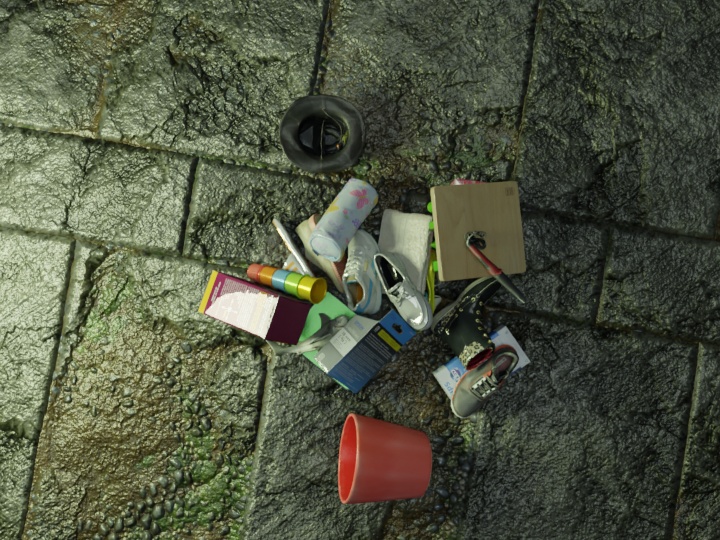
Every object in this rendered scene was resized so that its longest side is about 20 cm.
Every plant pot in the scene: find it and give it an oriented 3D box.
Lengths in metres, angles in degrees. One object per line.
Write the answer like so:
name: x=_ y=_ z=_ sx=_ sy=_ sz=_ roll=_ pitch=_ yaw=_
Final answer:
plant pot: x=0.054 y=0.425 z=1.515 sx=0.177 sy=0.200 sz=0.201 roll=8 pitch=88 yaw=-10

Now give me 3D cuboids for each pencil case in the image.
pencil case: x=-0.035 y=-0.115 z=1.540 sx=0.091 sy=0.083 sz=0.200 roll=42 pitch=59 yaw=-20

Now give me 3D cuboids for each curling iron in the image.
curling iron: x=0.290 y=-0.006 z=1.437 sx=0.050 sy=0.026 sz=0.200 roll=-42 pitch=101 yaw=-10

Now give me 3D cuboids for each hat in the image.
hat: x=-0.091 y=-0.314 z=1.587 sx=0.200 sy=0.081 sz=0.201 roll=0 pitch=93 yaw=-8

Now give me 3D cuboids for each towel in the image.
towel: x=0.100 y=-0.036 z=1.567 sx=0.132 sy=0.034 sz=0.200 roll=11 pitch=93 yaw=31

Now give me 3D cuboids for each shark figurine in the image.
shark figurine: x=-0.108 y=0.143 z=1.579 sx=0.214 sy=0.128 sz=0.090 roll=-23 pitch=63 yaw=16

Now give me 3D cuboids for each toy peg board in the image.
toy peg board: x=0.241 y=-0.085 z=1.488 sx=0.199 sy=0.098 sz=0.200 roll=-6 pitch=91 yaw=-17

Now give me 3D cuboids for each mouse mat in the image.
mouse mat: x=-0.055 y=0.165 z=1.606 sx=0.200 sy=0.008 sz=0.161 roll=39 pitch=89 yaw=0

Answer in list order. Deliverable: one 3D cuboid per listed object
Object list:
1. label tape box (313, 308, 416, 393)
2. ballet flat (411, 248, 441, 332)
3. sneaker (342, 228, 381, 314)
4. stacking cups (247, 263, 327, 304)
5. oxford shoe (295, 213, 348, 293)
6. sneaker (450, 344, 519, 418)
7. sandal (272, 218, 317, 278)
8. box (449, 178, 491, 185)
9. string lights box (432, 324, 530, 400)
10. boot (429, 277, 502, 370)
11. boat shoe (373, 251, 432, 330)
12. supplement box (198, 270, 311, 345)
label tape box: x=0.012 y=0.167 z=1.530 sx=0.200 sy=0.144 sz=0.063 roll=-45 pitch=52 yaw=-1
ballet flat: x=0.158 y=0.045 z=1.587 sx=0.067 sy=0.067 sz=0.200 roll=3 pitch=87 yaw=-29
sneaker: x=0.000 y=0.000 z=1.560 sx=0.076 sy=0.081 sz=0.200 roll=-14 pitch=78 yaw=34
stacking cups: x=-0.167 y=0.022 z=1.528 sx=0.200 sy=0.060 sz=0.061 roll=16 pitch=88 yaw=36
oxford shoe: x=-0.082 y=-0.030 z=1.593 sx=0.074 sy=0.071 sz=0.200 roll=-26 pitch=91 yaw=27
sneaker: x=0.275 y=0.244 z=1.507 sx=0.077 sy=0.082 sz=0.200 roll=39 pitch=88 yaw=0
sandal: x=-0.161 y=-0.023 z=1.581 sx=0.059 sy=0.079 sz=0.207 roll=-33 pitch=80 yaw=0
box: x=0.248 y=-0.104 z=1.571 sx=0.100 sy=0.095 sz=0.200 roll=7 pitch=89 yaw=-1
string lights box: x=0.279 y=0.225 z=1.579 sx=0.200 sy=0.059 sz=0.103 roll=-34 pitch=89 yaw=-1
boot: x=0.271 y=0.116 z=1.540 sx=0.204 sy=0.073 sz=0.154 roll=-39 pitch=50 yaw=4
boat shoe: x=0.090 y=0.044 z=1.509 sx=0.072 sy=0.066 sz=0.200 roll=-32 pitch=72 yaw=26
supplement box: x=-0.234 y=0.083 z=1.509 sx=0.200 sy=0.131 sz=0.103 roll=17 pitch=87 yaw=31
